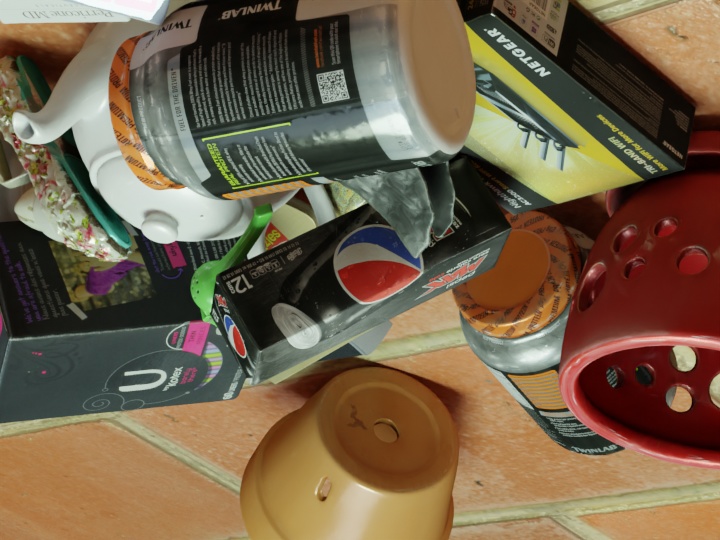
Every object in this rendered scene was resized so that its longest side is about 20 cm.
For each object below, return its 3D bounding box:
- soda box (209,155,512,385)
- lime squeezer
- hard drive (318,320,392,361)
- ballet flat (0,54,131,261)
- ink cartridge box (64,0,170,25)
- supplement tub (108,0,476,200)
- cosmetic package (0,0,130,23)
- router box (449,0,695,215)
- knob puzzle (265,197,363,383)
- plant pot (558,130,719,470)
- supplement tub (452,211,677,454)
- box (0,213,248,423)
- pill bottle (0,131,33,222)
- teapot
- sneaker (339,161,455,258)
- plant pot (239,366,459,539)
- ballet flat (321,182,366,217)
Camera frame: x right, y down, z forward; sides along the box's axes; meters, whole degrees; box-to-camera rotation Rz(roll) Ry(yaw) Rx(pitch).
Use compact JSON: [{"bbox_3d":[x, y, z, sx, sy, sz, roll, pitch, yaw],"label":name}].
[{"bbox_3d":[0.000,0.000,1.444,0.199,0.064,0.071,-26,162,-18],"label":"soda box"},{"bbox_3d":[-0.081,0.015,1.496,0.070,0.038,0.200,-30,150,-9],"label":"lime squeezer"},{"bbox_3d":[-0.081,0.020,1.797,0.134,0.043,0.200,-9,145,39],"label":"hard drive"},{"bbox_3d":[-0.227,-0.070,1.541,0.064,0.201,0.076,-36,148,9],"label":"ballet flat"},{"bbox_3d":[-0.144,-0.242,1.205,0.118,0.042,0.201,13,124,-11],"label":"ink cartridge box"},{"bbox_3d":[-0.042,-0.110,1.271,0.199,0.123,0.123,-9,147,23],"label":"supplement tub"},{"bbox_3d":[-0.216,-0.238,1.322,0.101,0.072,0.200,1,151,23],"label":"cosmetic package"},{"bbox_3d":[0.099,-0.119,1.419,0.200,0.053,0.157,34,149,-33],"label":"router box"},{"bbox_3d":[-0.085,-0.014,1.669,0.218,0.031,0.221,20,140,18],"label":"knob puzzle"},{"bbox_3d":[0.247,0.016,1.464,0.199,0.184,0.201,12,154,6],"label":"plant pot"},{"bbox_3d":[0.154,0.046,1.624,0.122,0.123,0.200,-2,149,30],"label":"supplement tub"},{"bbox_3d":[-0.182,0.032,1.592,0.199,0.107,0.123,-5,147,-21],"label":"box"},{"bbox_3d":[-0.297,-0.062,1.667,0.199,0.111,0.111,-1,150,28],"label":"pill bottle"},{"bbox_3d":[-0.117,-0.084,1.494,0.198,0.147,0.198,8,154,10],"label":"teapot"},{"bbox_3d":[-0.016,-0.106,1.372,0.199,0.060,0.105,35,131,14],"label":"sneaker"},{"bbox_3d":[0.004,0.183,1.930,0.199,0.201,0.140,18,138,-8],"label":"plant pot"},{"bbox_3d":[0.027,-0.020,1.626,0.070,0.071,0.200,1,148,25],"label":"ballet flat"}]
